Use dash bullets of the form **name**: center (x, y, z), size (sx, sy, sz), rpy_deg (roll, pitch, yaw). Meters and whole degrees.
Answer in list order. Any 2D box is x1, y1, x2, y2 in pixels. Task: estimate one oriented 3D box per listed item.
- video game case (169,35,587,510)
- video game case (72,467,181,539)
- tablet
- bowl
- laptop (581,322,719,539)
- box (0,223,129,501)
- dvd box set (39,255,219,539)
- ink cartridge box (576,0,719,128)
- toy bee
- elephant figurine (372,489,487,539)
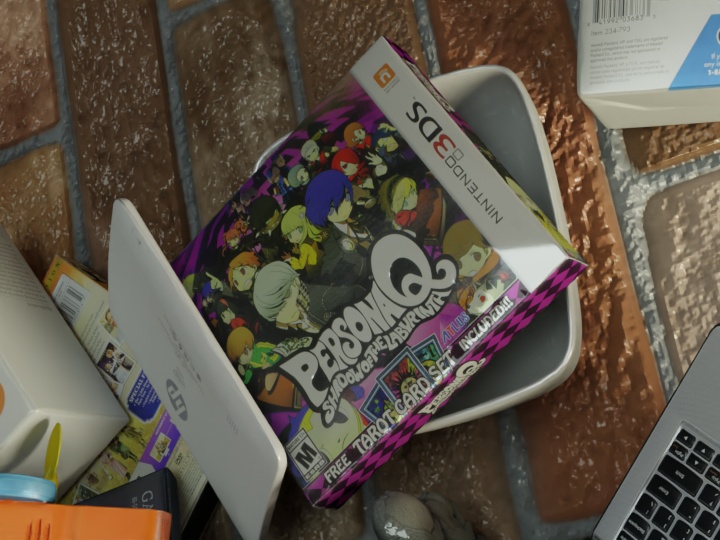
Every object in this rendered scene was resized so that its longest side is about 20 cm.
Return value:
- **video game case**: center (0.000, 0.000, 0.741), size (0.200, 0.036, 0.182), rpy_deg (-44, 62, 14)
- **video game case**: center (-0.200, 0.212, 0.796), size (0.197, 0.019, 0.144), rpy_deg (-22, 40, 5)
- **tablet**: center (-0.105, 0.066, 0.797), size (0.014, 0.131, 0.201), rpy_deg (-22, 62, -26)
- **bowl**: center (0.037, -0.002, 0.784), size (0.197, 0.074, 0.203), rpy_deg (-16, 72, 23)
- **laptop**: center (0.151, 0.139, 0.553), size (0.187, 0.115, 0.202), rpy_deg (36, 100, 42)
- **box**: center (-0.269, 0.066, 0.882), size (0.125, 0.097, 0.201), rpy_deg (-46, 63, 14)
- **dvd box set**: center (-0.169, 0.099, 0.896), size (0.199, 0.029, 0.148), rpy_deg (29, 94, 29)
- **ink cartridge box**: center (0.189, -0.190, 0.745), size (0.115, 0.067, 0.204), rpy_deg (-1, 79, 27)
- **toy bee**: center (-0.208, 0.152, 0.777), size (0.198, 0.109, 0.132), rpy_deg (25, 72, 3)
- **elephant figurine**: center (-0.008, 0.226, 0.741), size (0.199, 0.141, 0.156), rpy_deg (-39, 27, 22)
